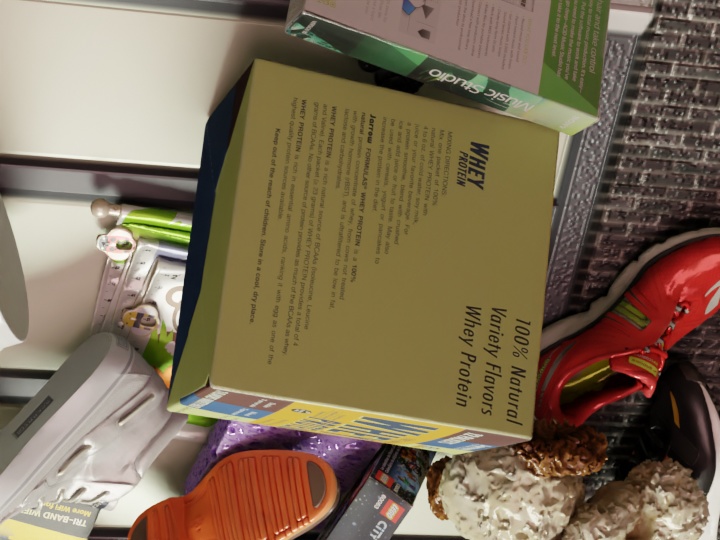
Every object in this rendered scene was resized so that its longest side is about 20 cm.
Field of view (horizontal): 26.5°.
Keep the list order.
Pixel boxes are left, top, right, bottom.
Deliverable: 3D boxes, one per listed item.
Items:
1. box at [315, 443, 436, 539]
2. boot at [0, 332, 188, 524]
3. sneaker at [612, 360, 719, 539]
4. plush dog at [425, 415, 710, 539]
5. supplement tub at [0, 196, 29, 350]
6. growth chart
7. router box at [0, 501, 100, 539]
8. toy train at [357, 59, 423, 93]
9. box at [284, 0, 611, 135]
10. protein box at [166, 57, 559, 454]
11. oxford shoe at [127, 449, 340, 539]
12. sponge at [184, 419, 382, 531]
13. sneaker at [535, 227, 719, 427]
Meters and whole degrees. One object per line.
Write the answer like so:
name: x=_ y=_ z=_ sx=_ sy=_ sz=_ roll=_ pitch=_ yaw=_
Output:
box: x=-0.015 y=0.209 z=1.130 sx=0.038 sy=0.137 sz=0.201 roll=34 pitch=110 yaw=2
boot: x=-0.207 y=0.143 z=1.050 sx=0.200 sy=0.074 sz=0.096 roll=-45 pitch=118 yaw=-4
sneaker: x=0.231 y=0.164 z=1.191 sx=0.089 sy=0.070 sz=0.201 roll=-11 pitch=124 yaw=-8
plush dog: x=0.128 y=0.188 z=1.117 sx=0.199 sy=0.161 sz=0.172 roll=-28 pitch=109 yaw=40
supplement tub: x=-0.320 y=0.011 z=0.951 sx=0.199 sy=0.145 sz=0.146 roll=-15 pitch=122 yaw=-2
growth chart: x=-0.128 y=0.042 z=1.082 sx=0.144 sy=0.018 sz=0.201 roll=4 pitch=120 yaw=-14
router box: x=-0.306 y=0.191 z=1.115 sx=0.199 sy=0.052 sz=0.158 roll=16 pitch=116 yaw=-19
toy train: x=-0.017 y=-0.187 z=0.957 sx=0.046 sy=0.034 sz=0.200 roll=-36 pitch=121 yaw=7
box: x=0.061 y=-0.180 z=0.923 sx=0.199 sy=0.145 sz=0.036 roll=17 pitch=159 yaw=-18
protein box: x=0.000 y=0.000 z=0.959 sx=0.199 sy=0.135 sz=0.200 roll=10 pitch=77 yaw=-16
oxford shoe: x=-0.080 y=0.176 z=1.096 sx=0.199 sy=0.072 sz=0.073 roll=-24 pitch=153 yaw=37
sponge: x=-0.048 y=0.123 z=1.093 sx=0.111 sy=0.030 sz=0.200 roll=12 pitch=141 yaw=-16
sneaker: x=0.207 y=0.051 z=1.111 sx=0.200 sy=0.085 sz=0.077 roll=-39 pitch=121 yaw=14
